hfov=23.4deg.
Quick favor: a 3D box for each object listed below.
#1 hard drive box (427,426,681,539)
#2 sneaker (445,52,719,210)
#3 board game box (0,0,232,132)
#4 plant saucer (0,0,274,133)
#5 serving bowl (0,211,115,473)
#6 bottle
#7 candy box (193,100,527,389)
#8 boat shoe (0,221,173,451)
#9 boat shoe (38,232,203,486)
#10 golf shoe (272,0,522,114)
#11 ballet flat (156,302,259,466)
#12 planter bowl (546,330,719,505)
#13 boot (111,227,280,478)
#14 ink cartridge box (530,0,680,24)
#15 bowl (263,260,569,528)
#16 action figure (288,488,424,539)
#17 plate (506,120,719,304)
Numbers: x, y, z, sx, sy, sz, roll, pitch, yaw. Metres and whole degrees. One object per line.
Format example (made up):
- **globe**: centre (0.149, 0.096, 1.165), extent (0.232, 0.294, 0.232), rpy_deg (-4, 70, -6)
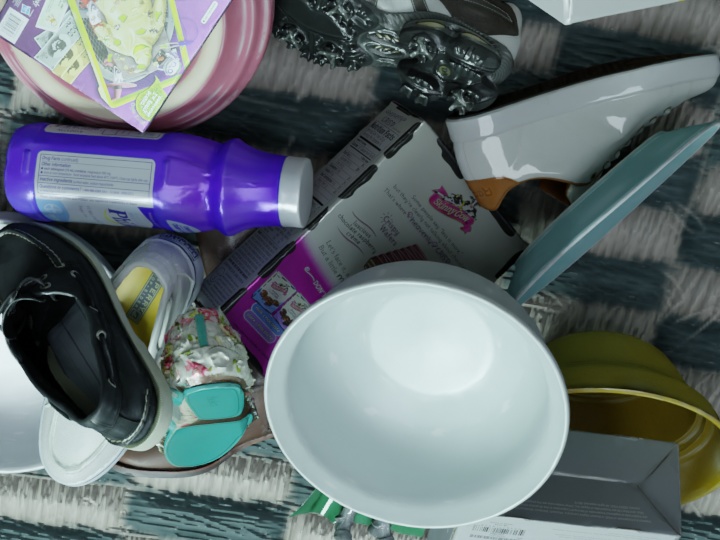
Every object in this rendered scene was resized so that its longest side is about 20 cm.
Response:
- **hard drive box**: centre (0.135, 0.194, 1.279), extent (0.155, 0.077, 0.200), rpy_deg (8, 147, -3)
- **sneaker**: centre (0.159, -0.094, 1.197), extent (0.200, 0.073, 0.085), rpy_deg (-18, 101, -11)
- **board game box**: centre (-0.133, -0.195, 1.082), extent (0.120, 0.032, 0.200), rpy_deg (36, 118, -5)
- **plant saucer**: centre (-0.158, -0.176, 1.140), extent (0.200, 0.051, 0.201), rpy_deg (4, 118, 7)
- **serving bowl**: centre (-0.256, 0.044, 1.245), extent (0.199, 0.066, 0.201), rpy_deg (-2, 114, -4)
- **bottle**: centre (-0.133, -0.059, 1.163), extent (0.199, 0.084, 0.065), rpy_deg (5, 84, 9)
- **candy box**: centre (0.000, 0.000, 1.214), extent (0.200, 0.061, 0.136), rpy_deg (-43, 119, -2)
- **boat shoe**: centre (-0.197, 0.036, 1.108), extent (0.075, 0.200, 0.066), rpy_deg (-47, 149, 20)
- **boat shoe**: centre (-0.173, 0.072, 1.171), extent (0.075, 0.086, 0.202), rpy_deg (34, 111, 4)
- **golf shoe**: centre (0.015, -0.179, 1.171), extent (0.200, 0.095, 0.078), rpy_deg (27, 142, 8)
- **ballet flat**: centre (-0.105, 0.077, 1.172), extent (0.075, 0.064, 0.200), rpy_deg (-6, 159, -14)
- **planter bowl**: centre (0.175, 0.101, 1.277), extent (0.200, 0.084, 0.201), rpy_deg (3, 147, 2)
- **boot**: centre (-0.106, 0.043, 1.257), extent (0.186, 0.064, 0.200), rpy_deg (-12, 118, -14)
- **ink cartridge box**: centre (0.184, -0.255, 1.078), extent (0.199, 0.147, 0.145), rpy_deg (-13, 117, -15)
- **bowl**: centre (0.042, 0.067, 1.150), extent (0.200, 0.090, 0.202), rpy_deg (6, 124, 9)
- **action figure**: centre (0.036, 0.116, 1.301), extent (0.118, 0.055, 0.200), rpy_deg (10, 112, -30)
- **plate**: centre (0.163, -0.041, 1.184), extent (0.200, 0.200, 0.026), rpy_deg (-44, 82, 14)
